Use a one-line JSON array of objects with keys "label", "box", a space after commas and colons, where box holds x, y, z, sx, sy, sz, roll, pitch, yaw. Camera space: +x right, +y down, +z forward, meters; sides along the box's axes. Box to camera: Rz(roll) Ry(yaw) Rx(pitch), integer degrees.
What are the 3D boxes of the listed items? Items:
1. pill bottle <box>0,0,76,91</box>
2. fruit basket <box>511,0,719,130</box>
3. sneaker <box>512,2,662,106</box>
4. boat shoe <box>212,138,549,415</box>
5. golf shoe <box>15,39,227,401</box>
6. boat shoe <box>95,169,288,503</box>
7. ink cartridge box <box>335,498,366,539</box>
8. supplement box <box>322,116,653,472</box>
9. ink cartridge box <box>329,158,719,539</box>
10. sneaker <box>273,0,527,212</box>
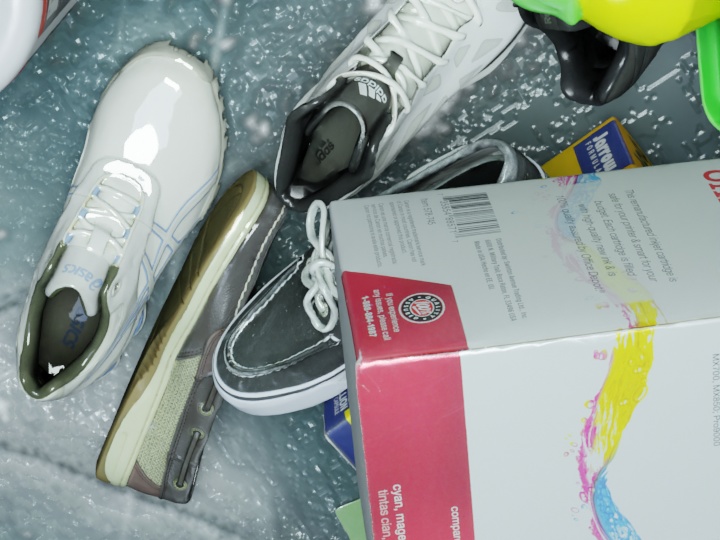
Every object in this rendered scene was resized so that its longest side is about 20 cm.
[{"label": "pill bottle", "box": [-0.188, -0.151, 0.910, 0.115, 0.200, 0.117, 1, 110, 3]}, {"label": "fruit basket", "box": [0.167, -0.150, 0.829, 0.214, 0.155, 0.218, -6, 103, -28]}, {"label": "sneaker", "box": [0.102, -0.163, 0.910, 0.075, 0.091, 0.201, 5, 139, 39]}, {"label": "boat shoe", "box": [0.001, 0.002, 0.941, 0.198, 0.068, 0.074, -28, 62, 18]}, {"label": "golf shoe", "box": [-0.126, -0.018, 1.007, 0.078, 0.097, 0.201, 21, 107, -1]}, {"label": "boat shoe", "box": [-0.078, 0.040, 1.040, 0.066, 0.072, 0.202, 24, 114, -10]}, {"label": "ink cartridge box", "box": [0.103, 0.162, 1.077, 0.199, 0.048, 0.146, -24, 106, 9]}, {"label": "supplement box", "box": [0.087, 0.036, 0.993, 0.199, 0.109, 0.110, -35, 116, 13]}, {"label": "ink cartridge box", "box": [0.094, 0.051, 0.855, 0.198, 0.146, 0.146, -7, 118, -2]}, {"label": "sneaker", "box": [0.028, -0.102, 0.957, 0.075, 0.115, 0.201, 37, 107, -7]}]
